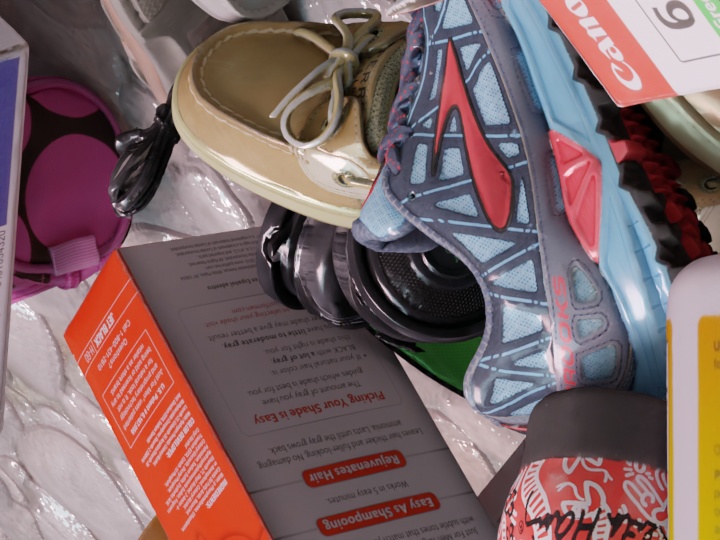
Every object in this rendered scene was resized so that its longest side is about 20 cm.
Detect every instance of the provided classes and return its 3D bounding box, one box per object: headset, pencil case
[{"bbox_3d":[0.000,0.000,1.001,0.200,0.094,0.123,45,163,-27],"label":"headset"},{"bbox_3d":[-0.168,-0.019,1.214,0.200,0.091,0.094,-20,78,61],"label":"pencil case"}]

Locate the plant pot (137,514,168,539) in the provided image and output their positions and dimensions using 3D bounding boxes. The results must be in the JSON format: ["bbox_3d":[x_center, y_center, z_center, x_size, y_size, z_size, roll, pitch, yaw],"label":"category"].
[{"bbox_3d":[-0.004,0.208,1.249,0.183,0.200,0.200,10,143,20],"label":"plant pot"}]

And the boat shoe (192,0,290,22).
[{"bbox_3d":[-0.037,-0.146,0.865,0.068,0.075,0.200,30,152,28],"label":"boat shoe"}]

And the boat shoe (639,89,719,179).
[{"bbox_3d":[0.137,-0.047,0.807,0.200,0.071,0.065,48,119,2],"label":"boat shoe"}]

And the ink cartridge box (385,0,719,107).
[{"bbox_3d":[0.103,-0.096,0.716,0.050,0.109,0.200,51,152,-18],"label":"ink cartridge box"}]

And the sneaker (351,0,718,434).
[{"bbox_3d":[0.032,-0.045,0.827,0.079,0.095,0.200,31,-146,-64],"label":"sneaker"}]

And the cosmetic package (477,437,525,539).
[{"bbox_3d":[0.132,0.155,1.096,0.101,0.071,0.200,-1,131,54],"label":"cosmetic package"}]

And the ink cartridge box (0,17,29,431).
[{"bbox_3d":[-0.204,-0.058,1.134,0.200,0.043,0.197,43,139,35],"label":"ink cartridge box"}]

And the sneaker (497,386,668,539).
[{"bbox_3d":[0.068,0.123,0.826,0.067,0.108,0.201,8,153,11],"label":"sneaker"}]

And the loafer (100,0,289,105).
[{"bbox_3d":[-0.072,-0.112,0.973,0.063,0.072,0.200,33,156,32],"label":"loafer"}]

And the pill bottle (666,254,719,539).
[{"bbox_3d":[0.134,0.058,0.726,0.109,0.109,0.200,-3,86,54],"label":"pill bottle"}]

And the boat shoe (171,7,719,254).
[{"bbox_3d":[0.033,-0.049,0.897,0.200,0.073,0.063,18,150,17],"label":"boat shoe"}]

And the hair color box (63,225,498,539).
[{"bbox_3d":[-0.021,0.080,1.058,0.200,0.101,0.061,60,138,25],"label":"hair color box"}]
